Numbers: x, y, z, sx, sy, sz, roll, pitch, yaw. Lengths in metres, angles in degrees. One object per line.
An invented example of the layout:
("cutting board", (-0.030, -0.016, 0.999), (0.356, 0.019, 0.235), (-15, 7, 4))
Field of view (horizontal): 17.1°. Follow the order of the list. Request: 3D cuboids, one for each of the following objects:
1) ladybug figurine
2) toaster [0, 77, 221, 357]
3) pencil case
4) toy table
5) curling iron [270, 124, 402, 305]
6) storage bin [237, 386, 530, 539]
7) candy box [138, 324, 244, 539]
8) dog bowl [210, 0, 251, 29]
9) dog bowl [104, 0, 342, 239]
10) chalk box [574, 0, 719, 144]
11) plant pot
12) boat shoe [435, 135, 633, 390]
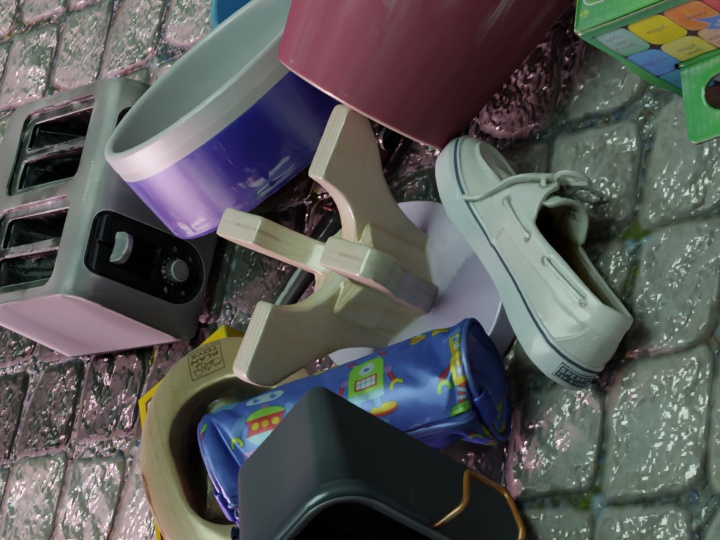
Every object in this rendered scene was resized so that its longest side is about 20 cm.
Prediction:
("ladybug figurine", (-0.073, 0.131, 1.575), (0.135, 0.072, 0.201), (-23, 50, 5))
("toaster", (-0.199, -0.038, 1.819), (0.199, 0.118, 0.182), (-9, 62, 50))
("pencil case", (-0.005, 0.098, 1.461), (0.199, 0.078, 0.087), (-22, 33, 14))
("toy table", (0.000, 0.000, 1.540), (0.199, 0.117, 0.185), (-4, 67, 53))
("curling iron", (-0.015, -0.046, 1.649), (0.026, 0.049, 0.201), (38, 103, 26))
("storage bin", (0.023, 0.154, 1.365), (0.146, 0.199, 0.135), (-49, 29, 22))
("candy box", (-0.106, 0.144, 1.672), (0.102, 0.026, 0.201), (-39, 43, 27))
("dog bowl", (-0.061, -0.247, 1.821), (0.111, 0.049, 0.202), (-16, 57, 47))
("dog bowl", (-0.079, -0.116, 1.670), (0.200, 0.079, 0.200), (-37, 16, 13))
("chalk box", (0.207, -0.174, 1.364), (0.124, 0.123, 0.202), (-18, 56, 47))
("plant pot", (0.042, -0.185, 1.522), (0.180, 0.199, 0.200), (-61, 35, 9))
("boat shoe", (0.112, -0.028, 1.446), (0.086, 0.074, 0.203), (-48, 41, 24))
